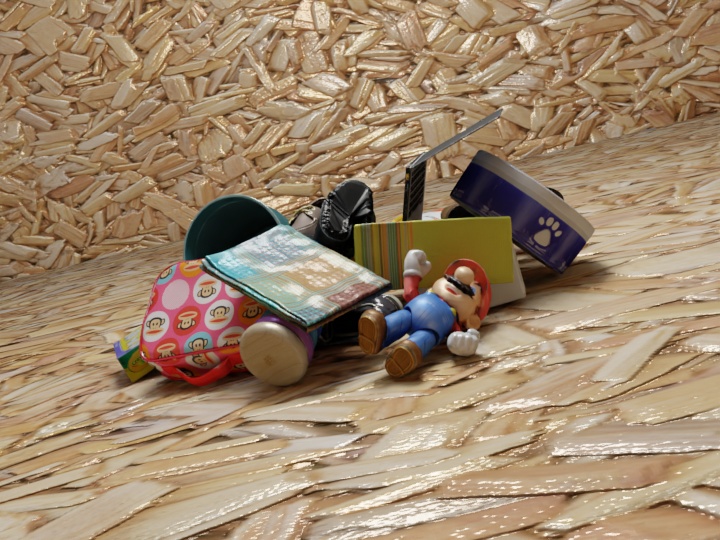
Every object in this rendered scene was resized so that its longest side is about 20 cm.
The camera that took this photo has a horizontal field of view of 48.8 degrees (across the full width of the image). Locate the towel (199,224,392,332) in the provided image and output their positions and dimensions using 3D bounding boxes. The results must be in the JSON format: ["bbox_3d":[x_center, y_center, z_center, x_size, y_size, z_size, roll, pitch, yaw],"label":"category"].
[{"bbox_3d":[-0.080,0.003,0.965,0.199,0.022,0.146,27,39,37],"label":"towel"}]

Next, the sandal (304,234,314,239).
[{"bbox_3d":[-0.072,-0.016,1.209,0.199,0.076,0.048,-8,48,-26],"label":"sandal"}]

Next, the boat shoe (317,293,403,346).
[{"bbox_3d":[-0.045,0.064,1.048,0.199,0.073,0.063,-5,9,18],"label":"boat shoe"}]

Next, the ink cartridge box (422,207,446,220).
[{"bbox_3d":[0.180,-0.086,1.350,0.161,0.051,0.200,-15,6,-28],"label":"ink cartridge box"}]

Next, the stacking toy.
[{"bbox_3d":[-0.072,0.050,0.979,0.085,0.086,0.200,-9,28,26],"label":"stacking toy"}]

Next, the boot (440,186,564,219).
[{"bbox_3d":[0.223,-0.100,1.262,0.198,0.074,0.075,-8,13,-8],"label":"boot"}]

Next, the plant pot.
[{"bbox_3d":[-0.188,-0.028,1.447,0.199,0.202,0.188,-10,-5,18],"label":"plant pot"}]

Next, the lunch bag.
[{"bbox_3d":[-0.189,0.068,1.043,0.199,0.082,0.177,-9,54,19],"label":"lunch bag"}]

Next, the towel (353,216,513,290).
[{"bbox_3d":[0.092,-0.021,0.999,0.198,0.087,0.018,-3,6,0],"label":"towel"}]

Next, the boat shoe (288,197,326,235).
[{"bbox_3d":[-0.086,-0.079,1.314,0.071,0.060,0.200,-10,10,19],"label":"boat shoe"}]

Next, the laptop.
[{"bbox_3d":[0.129,-0.123,1.101,0.115,0.202,0.187,6,16,11],"label":"laptop"}]

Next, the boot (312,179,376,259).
[{"bbox_3d":[-0.014,-0.070,1.126,0.200,0.076,0.168,-54,-3,-38],"label":"boot"}]

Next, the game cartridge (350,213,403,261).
[{"bbox_3d":[0.000,0.000,1.174,0.177,0.032,0.200,-50,-2,21],"label":"game cartridge"}]

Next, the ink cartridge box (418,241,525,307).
[{"bbox_3d":[0.131,0.000,1.110,0.144,0.088,0.200,-17,8,1],"label":"ink cartridge box"}]

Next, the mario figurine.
[{"bbox_3d":[0.087,0.035,0.906,0.106,0.124,0.200,-21,6,44],"label":"mario figurine"}]

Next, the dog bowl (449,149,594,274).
[{"bbox_3d":[0.227,-0.082,1.124,0.079,0.199,0.200,-55,8,6],"label":"dog bowl"}]

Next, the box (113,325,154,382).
[{"bbox_3d":[-0.267,0.081,1.176,0.199,0.049,0.117,-32,15,-15],"label":"box"}]
